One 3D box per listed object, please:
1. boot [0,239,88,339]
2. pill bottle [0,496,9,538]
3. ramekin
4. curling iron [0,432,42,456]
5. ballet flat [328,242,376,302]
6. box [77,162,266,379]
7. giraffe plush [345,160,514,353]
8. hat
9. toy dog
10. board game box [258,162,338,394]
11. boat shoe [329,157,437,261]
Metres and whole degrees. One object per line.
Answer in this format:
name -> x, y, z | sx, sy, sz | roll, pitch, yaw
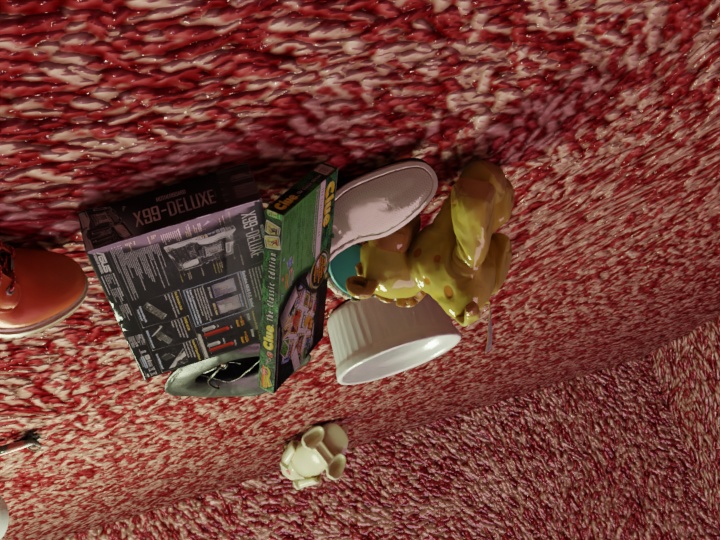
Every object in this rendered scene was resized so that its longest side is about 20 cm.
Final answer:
boot -> -0.309, 0.003, 0.781 | 0.198, 0.076, 0.107 | -3, 152, -42
pill bottle -> -0.705, 0.433, 1.617 | 0.114, 0.118, 0.200 | -23, 163, 14
ramekin -> 0.044, 0.092, 1.428 | 0.197, 0.099, 0.201 | -19, 164, -6
curling iron -> -0.587, 0.294, 1.465 | 0.197, 0.026, 0.050 | -18, 161, -4
ballet flat -> 0.000, 0.000, 1.146 | 0.063, 0.077, 0.199 | 11, 179, 38
box -> -0.156, 0.006, 0.878 | 0.155, 0.050, 0.202 | -18, 142, -8
giraffe plush -> 0.073, -0.021, 1.039 | 0.159, 0.204, 0.172 | 6, 176, 20
hat -> -0.170, 0.106, 1.263 | 0.197, 0.082, 0.201 | -14, 155, -7
toy dog -> -0.133, 0.471, 2.435 | 0.199, 0.140, 0.195 | -36, -166, 41
board game box -> -0.060, 0.009, 0.897 | 0.105, 0.023, 0.203 | -43, 147, -49
boat shoe -> -0.015, -0.061, 0.953 | 0.198, 0.068, 0.072 | -29, 119, 15
